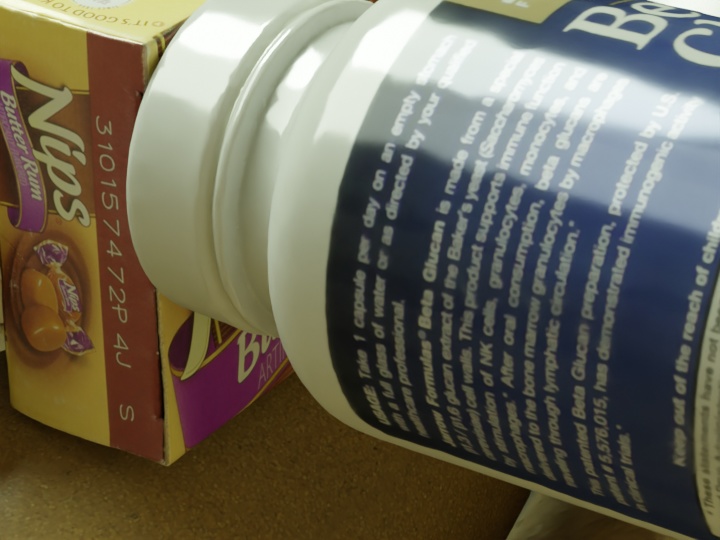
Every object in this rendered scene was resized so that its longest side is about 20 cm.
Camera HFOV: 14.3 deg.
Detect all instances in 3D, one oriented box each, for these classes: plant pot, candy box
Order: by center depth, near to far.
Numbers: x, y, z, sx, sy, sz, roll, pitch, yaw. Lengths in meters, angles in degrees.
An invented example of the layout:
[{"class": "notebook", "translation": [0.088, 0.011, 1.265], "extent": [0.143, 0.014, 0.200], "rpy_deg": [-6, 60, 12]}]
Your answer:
[{"class": "candy box", "translation": [-0.014, -0.048, 0.759], "extent": [0.056, 0.117, 0.200], "rpy_deg": [17, 33, 29]}, {"class": "plant pot", "translation": [-0.053, 0.085, 0.793], "extent": [0.200, 0.187, 0.186], "rpy_deg": [-36, 7, -24]}]

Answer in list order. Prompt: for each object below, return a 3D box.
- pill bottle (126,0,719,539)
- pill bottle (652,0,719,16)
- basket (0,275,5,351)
[{"class": "pill bottle", "translation": [0.050, -0.006, 0.632], "extent": [0.200, 0.111, 0.111], "rpy_deg": [17, 51, 31]}, {"class": "pill bottle", "translation": [0.126, -0.060, 0.805], "extent": [0.200, 0.111, 0.111], "rpy_deg": [-46, 12, -16]}, {"class": "basket", "translation": [-0.091, -0.029, 0.921], "extent": [0.200, 0.123, 0.136], "rpy_deg": [75, -149, -56]}]
